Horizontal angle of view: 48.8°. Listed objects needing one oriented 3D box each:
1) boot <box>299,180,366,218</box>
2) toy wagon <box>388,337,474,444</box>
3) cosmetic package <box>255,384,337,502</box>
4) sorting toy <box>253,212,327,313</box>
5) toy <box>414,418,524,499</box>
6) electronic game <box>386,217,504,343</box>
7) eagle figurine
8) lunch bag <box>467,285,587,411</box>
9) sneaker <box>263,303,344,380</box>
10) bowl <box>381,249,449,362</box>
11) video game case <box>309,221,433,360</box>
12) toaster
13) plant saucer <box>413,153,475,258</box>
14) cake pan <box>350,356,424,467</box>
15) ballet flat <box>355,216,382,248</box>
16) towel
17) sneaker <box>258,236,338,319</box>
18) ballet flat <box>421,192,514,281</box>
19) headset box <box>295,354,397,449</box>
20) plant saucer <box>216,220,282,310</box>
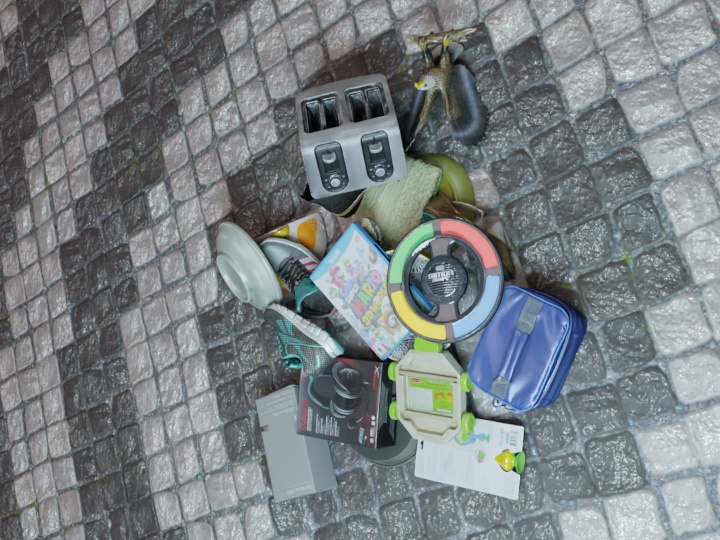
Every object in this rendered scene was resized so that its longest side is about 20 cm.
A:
[{"bbox_3d":[-0.017,-0.193,1.483,0.077,0.137,0.202,39,105,29],"label":"boot"},{"bbox_3d":[0.119,0.188,1.337,0.153,0.039,0.205,3,100,34],"label":"toy wagon"},{"bbox_3d":[-0.124,0.333,1.529,0.105,0.090,0.204,-24,69,28],"label":"cosmetic package"},{"bbox_3d":[-0.148,0.010,1.588,0.197,0.106,0.183,-21,93,29],"label":"sorting toy"},{"bbox_3d":[0.189,0.309,1.350,0.197,0.047,0.118,3,85,39],"label":"toy"},{"bbox_3d":[0.135,0.015,1.278,0.196,0.041,0.205,-3,83,22],"label":"electronic game"},{"bbox_3d":[0.139,-0.320,1.414,0.151,0.148,0.204,-147,46,-65],"label":"eagle figurine"},{"bbox_3d":[0.261,0.130,1.273,0.134,0.131,0.204,25,98,32],"label":"lunch bag"},{"bbox_3d":[-0.123,0.129,1.433,0.198,0.078,0.092,26,75,43],"label":"sneaker"},{"bbox_3d":[0.097,0.054,1.397,0.197,0.094,0.206,8,107,28],"label":"bowl"},{"bbox_3d":[0.016,0.037,1.372,0.200,0.018,0.143,48,122,10],"label":"video game case"},{"bbox_3d":[-0.017,-0.242,1.401,0.177,0.120,0.202,-11,46,2],"label":"toaster"},{"bbox_3d":[0.115,-0.116,1.453,0.196,0.031,0.205,-3,84,32],"label":"plant saucer"},{"bbox_3d":[0.039,0.259,1.459,0.197,0.036,0.205,-4,82,33],"label":"cake pan"},{"bbox_3d":[0.000,0.000,1.435,0.067,0.076,0.202,19,136,12],"label":"ballet flat"},{"bbox_3d":[0.061,-0.115,1.449,0.147,0.036,0.203,29,101,31],"label":"towel"},{"bbox_3d":[-0.113,0.022,1.478,0.198,0.121,0.084,32,112,-9],"label":"sneaker"},{"bbox_3d":[0.199,-0.067,1.368,0.199,0.068,0.073,37,75,14],"label":"ballet flat"},{"bbox_3d":[-0.031,0.231,1.440,0.196,0.077,0.153,4,87,32],"label":"headset box"},{"bbox_3d":[-0.227,0.004,1.520,0.050,0.202,0.200,-34,58,-24],"label":"plant saucer"}]
